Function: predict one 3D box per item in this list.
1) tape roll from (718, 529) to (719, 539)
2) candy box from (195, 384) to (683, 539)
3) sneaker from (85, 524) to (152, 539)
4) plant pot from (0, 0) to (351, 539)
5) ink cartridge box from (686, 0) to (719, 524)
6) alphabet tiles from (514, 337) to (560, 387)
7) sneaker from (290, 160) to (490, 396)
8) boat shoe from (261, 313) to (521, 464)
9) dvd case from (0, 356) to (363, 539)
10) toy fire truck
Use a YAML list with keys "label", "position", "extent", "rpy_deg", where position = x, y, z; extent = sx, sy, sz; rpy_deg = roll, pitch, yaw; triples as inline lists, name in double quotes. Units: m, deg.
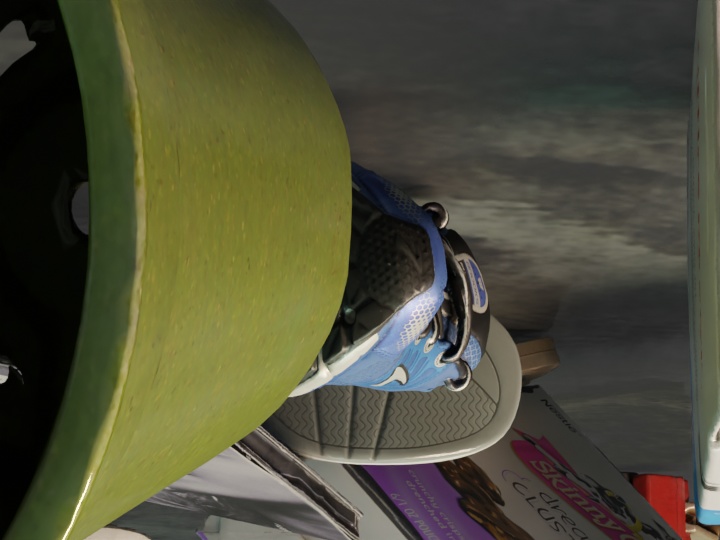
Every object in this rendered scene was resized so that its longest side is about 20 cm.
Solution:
- label: "tape roll"
  position: [0.234, 0.103, 0.956]
  extent: [0.202, 0.140, 0.203]
  rpy_deg: [10, 156, 5]
- label: "candy box"
  position: [0.059, 0.129, 1.013]
  extent: [0.072, 0.168, 0.200]
  rpy_deg: [-52, 156, 20]
- label: "sneaker"
  position: [-0.149, 0.151, 1.134]
  extent: [0.074, 0.081, 0.200]
  rpy_deg: [-5, 168, 27]
- label: "plant pot"
  position: [-0.089, -0.013, 0.497]
  extent: [0.199, 0.201, 0.190]
  rpy_deg: [-4, 180, 23]
- label: "ink cartridge box"
  position: [0.112, -0.007, 0.610]
  extent: [0.068, 0.116, 0.200]
  rpy_deg: [-1, 169, 6]
- label: "alphabet tiles"
  position: [-0.020, 0.061, 1.081]
  extent: [0.199, 0.015, 0.196]
  rpy_deg: [-13, 171, -13]
- label: "sneaker"
  position: [0.000, 0.000, 0.790]
  extent: [0.089, 0.079, 0.200]
  rpy_deg: [-4, 178, -11]
- label: "boat shoe"
  position: [-0.043, 0.028, 0.917]
  extent: [0.201, 0.075, 0.065]
  rpy_deg: [5, 174, 1]
- label: "dvd case"
  position: [-0.094, 0.051, 0.858]
  extent: [0.148, 0.016, 0.200]
  rpy_deg: [10, 165, 19]
- label: "toy fire truck"
  position: [0.188, 0.150, 1.536]
  extent: [0.141, 0.049, 0.200]
  rpy_deg: [9, 166, -35]
